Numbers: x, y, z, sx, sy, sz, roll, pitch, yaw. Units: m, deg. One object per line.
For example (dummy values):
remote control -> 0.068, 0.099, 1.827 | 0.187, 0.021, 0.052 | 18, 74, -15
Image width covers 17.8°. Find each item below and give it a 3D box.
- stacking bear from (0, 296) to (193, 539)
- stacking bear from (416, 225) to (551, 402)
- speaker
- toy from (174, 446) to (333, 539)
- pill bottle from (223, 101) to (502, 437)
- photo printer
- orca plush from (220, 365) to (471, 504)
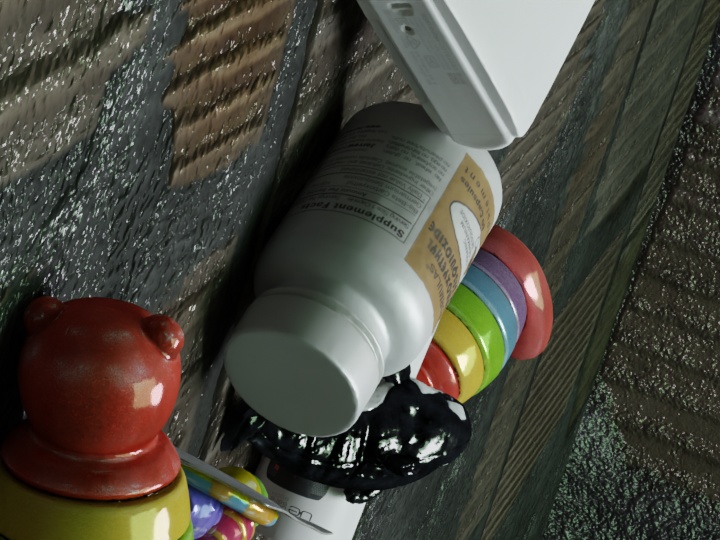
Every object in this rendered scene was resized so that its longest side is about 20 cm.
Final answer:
stacking bear -> -0.126, 0.108, 1.072 | 0.114, 0.121, 0.201 | -57, 155, -69
stacking bear -> 0.047, 0.061, 1.703 | 0.200, 0.121, 0.114 | -48, 160, -39
speaker -> -0.013, 0.095, 1.580 | 0.081, 0.081, 0.201 | 15, 98, -78
toy -> -0.087, 0.123, 1.228 | 0.047, 0.115, 0.200 | -64, 168, -3
pill bottle -> 0.000, 0.000, 1.397 | 0.115, 0.114, 0.200 | 97, 19, -48
photo printer -> 0.081, -0.199, 1.385 | 0.167, 0.069, 0.200 | 56, 51, -38
orca plush -> 0.010, 0.105, 1.497 | 0.200, 0.071, 0.105 | 24, 89, -44
